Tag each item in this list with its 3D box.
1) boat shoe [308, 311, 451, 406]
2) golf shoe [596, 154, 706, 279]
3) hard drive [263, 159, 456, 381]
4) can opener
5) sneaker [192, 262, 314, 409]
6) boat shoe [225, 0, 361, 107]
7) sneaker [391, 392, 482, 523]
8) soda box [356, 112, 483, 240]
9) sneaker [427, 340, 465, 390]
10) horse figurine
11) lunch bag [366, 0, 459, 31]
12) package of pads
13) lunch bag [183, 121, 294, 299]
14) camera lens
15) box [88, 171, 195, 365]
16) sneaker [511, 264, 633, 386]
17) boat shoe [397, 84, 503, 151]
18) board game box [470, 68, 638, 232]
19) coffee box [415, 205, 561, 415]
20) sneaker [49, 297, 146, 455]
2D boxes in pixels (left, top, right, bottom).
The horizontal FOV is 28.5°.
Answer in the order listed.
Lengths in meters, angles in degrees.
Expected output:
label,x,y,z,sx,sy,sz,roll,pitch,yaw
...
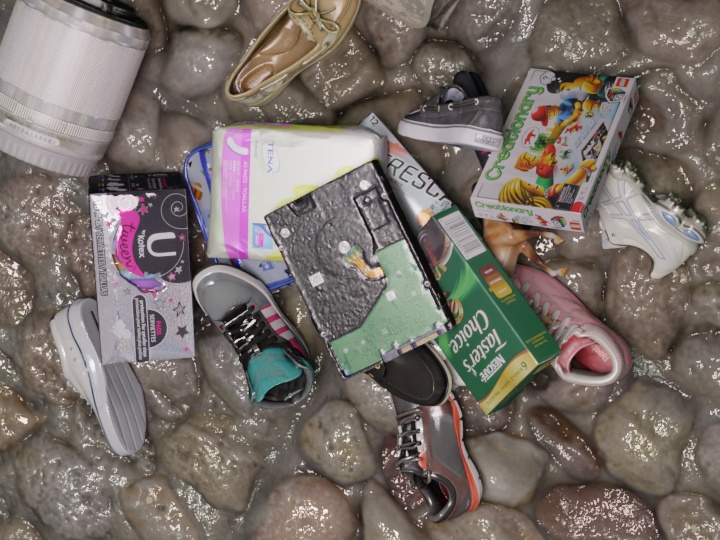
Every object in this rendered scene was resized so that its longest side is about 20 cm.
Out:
label,x,y,z,sx,sy,sz,roll,pitch,yaw
boat shoe,0.019,0.092,1.624,0.201,0.063,0.074,38,108,32
golf shoe,0.286,-0.071,1.580,0.200,0.078,0.098,40,110,7
hard drive,0.000,0.000,1.527,0.139,0.038,0.201,-27,91,15
can opener,0.148,-0.132,1.608,0.078,0.063,0.202,-18,93,15
sneaker,-0.118,0.088,1.618,0.083,0.121,0.200,-35,125,10
boat shoe,-0.077,-0.266,1.645,0.073,0.063,0.200,44,103,6
sneaker,0.074,0.199,1.642,0.077,0.082,0.201,-25,90,47
soda box,0.058,-0.087,1.629,0.064,0.068,0.200,-42,86,6
sneaker,0.104,0.089,1.638,0.199,0.074,0.089,29,100,9
horse figurine,0.163,0.005,1.553,0.132,0.050,0.202,33,122,39
lunch bag,0.035,-0.347,1.540,0.163,0.200,0.118,35,102,6
package of pads,-0.070,-0.088,1.585,0.198,0.068,0.156,4,97,10
lunch bag,-0.120,-0.066,1.674,0.159,0.076,0.202,-17,91,17
camera lens,-0.348,-0.231,1.662,0.159,0.160,0.201,25,101,9
box,-0.254,-0.005,1.656,0.114,0.132,0.202,-5,104,-10
sneaker,0.217,0.062,1.594,0.199,0.105,0.076,35,104,8
boat shoe,0.101,-0.171,1.560,0.069,0.200,0.067,10,94,-20
board game box,0.212,-0.133,1.531,0.125,0.035,0.201,9,55,26
coffee box,0.120,0.044,1.535,0.201,0.044,0.123,56,141,14
sneaker,-0.325,0.135,1.755,0.070,0.073,0.202,-19,88,34
